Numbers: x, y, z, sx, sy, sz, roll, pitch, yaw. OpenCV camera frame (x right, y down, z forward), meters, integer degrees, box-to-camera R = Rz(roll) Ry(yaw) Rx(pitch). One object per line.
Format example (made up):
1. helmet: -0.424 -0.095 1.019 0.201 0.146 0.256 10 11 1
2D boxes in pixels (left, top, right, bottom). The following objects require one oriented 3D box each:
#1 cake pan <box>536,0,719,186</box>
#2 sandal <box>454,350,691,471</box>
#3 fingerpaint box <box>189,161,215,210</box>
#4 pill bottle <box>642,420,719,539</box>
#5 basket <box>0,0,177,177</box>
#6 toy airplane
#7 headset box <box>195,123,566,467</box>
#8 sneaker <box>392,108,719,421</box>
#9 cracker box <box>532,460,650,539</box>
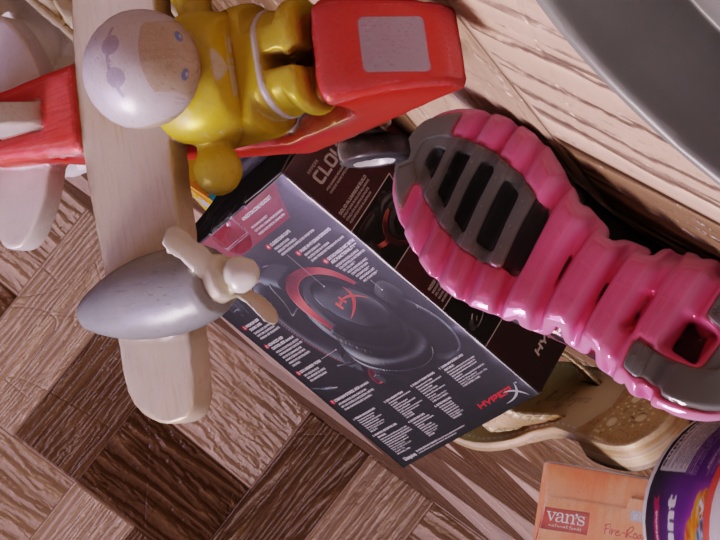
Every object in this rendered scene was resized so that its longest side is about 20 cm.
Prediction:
1. cake pan: 0.123 -0.051 0.598 0.200 0.037 0.200 38 173 5
2. sandal: 0.105 0.062 1.336 0.211 0.078 0.070 8 136 56
3. fingerpaint box: -0.002 -0.006 1.436 0.166 0.074 0.200 33 171 35
4. pill bottle: 0.190 0.115 1.030 0.111 0.112 0.200 39 173 -2
5. basket: -0.166 -0.139 1.224 0.135 0.124 0.200 39 174 -10
6. toy airplane: -0.085 -0.072 0.900 0.200 0.200 0.141 39 -176 12
7. headset box: 0.000 0.000 1.223 0.200 0.075 0.149 40 146 -10
8. sneaker: 0.100 0.003 0.996 0.200 0.079 0.095 38 -175 22
9. cracker box: 0.174 0.157 1.356 0.133 0.058 0.200 9 172 9
